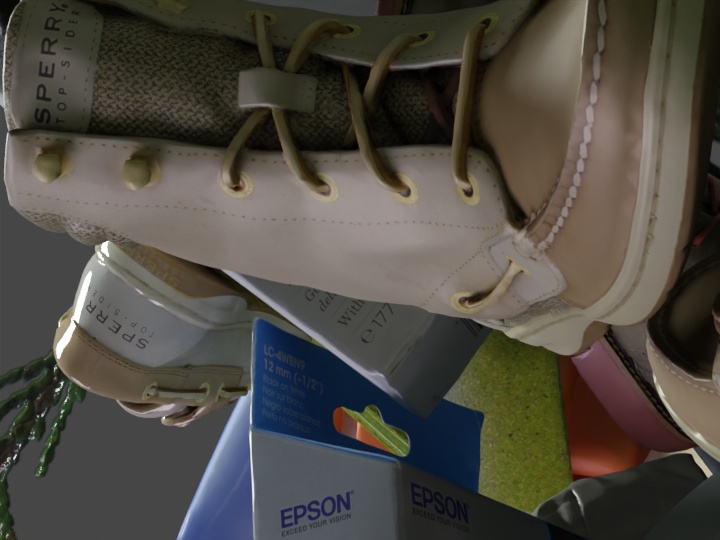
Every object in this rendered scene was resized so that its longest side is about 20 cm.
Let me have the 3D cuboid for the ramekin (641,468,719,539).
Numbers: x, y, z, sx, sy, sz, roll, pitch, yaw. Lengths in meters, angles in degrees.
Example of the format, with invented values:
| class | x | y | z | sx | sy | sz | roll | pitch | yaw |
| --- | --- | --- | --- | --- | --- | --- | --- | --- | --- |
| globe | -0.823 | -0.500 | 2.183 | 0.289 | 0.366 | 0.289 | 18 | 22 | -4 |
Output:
| class | x | y | z | sx | sy | sz | roll | pitch | yaw |
| --- | --- | --- | --- | --- | --- | --- | --- | --- | --- |
| ramekin | 0.151 | 0.131 | 0.679 | 0.098 | 0.200 | 0.200 | 47 | 174 | -14 |

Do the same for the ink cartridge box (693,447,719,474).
| class | x | y | z | sx | sy | sz | roll | pitch | yaw |
| --- | --- | --- | --- | --- | --- | --- | --- | --- | --- |
| ink cartridge box | 0.125 | 0.023 | 0.892 | 0.200 | 0.057 | 0.163 | 59 | -175 | 23 |

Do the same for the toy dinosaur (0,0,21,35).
| class | x | y | z | sx | sy | sz | roll | pitch | yaw |
| --- | --- | --- | --- | --- | --- | --- | --- | --- | --- |
| toy dinosaur | -0.062 | -0.096 | 0.591 | 0.077 | 0.102 | 0.200 | 39 | 177 | -27 |

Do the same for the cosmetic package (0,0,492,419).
| class | x | y | z | sx | sy | sz | roll | pitch | yaw |
| --- | --- | --- | --- | --- | --- | --- | --- | --- | --- |
| cosmetic package | -0.029 | -0.054 | 0.748 | 0.200 | 0.113 | 0.081 | 34 | 176 | 18 |

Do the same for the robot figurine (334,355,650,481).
| class | x | y | z | sx | sy | sz | roll | pitch | yaw |
| --- | --- | --- | --- | --- | --- | --- | --- | --- | --- |
| robot figurine | 0.045 | 0.079 | 1.095 | 0.200 | 0.117 | 0.144 | 3 | 173 | 18 |

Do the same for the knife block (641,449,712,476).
| class | x | y | z | sx | sy | sz | roll | pitch | yaw |
| --- | --- | --- | --- | --- | --- | --- | --- | --- | --- |
| knife block | 0.182 | 0.159 | 0.947 | 0.200 | 0.064 | 0.176 | 37 | -141 | 14 |

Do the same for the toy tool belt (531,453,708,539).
| class | x | y | z | sx | sy | sz | roll | pitch | yaw |
| --- | --- | --- | --- | --- | --- | --- | --- | --- | --- |
| toy tool belt | 0.123 | 0.181 | 0.847 | 0.123 | 0.125 | 0.200 | 93 | 163 | -58 |

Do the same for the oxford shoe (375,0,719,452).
| class | x | y | z | sx | sy | sz | roll | pitch | yaw |
| --- | --- | --- | --- | --- | --- | --- | --- | --- | --- |
| oxford shoe | 0.079 | -0.021 | 0.627 | 0.075 | 0.070 | 0.200 | -7 | 141 | 40 |

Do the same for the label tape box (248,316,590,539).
| class | x | y | z | sx | sy | sz | roll | pitch | yaw |
| --- | --- | --- | --- | --- | --- | --- | --- | --- | --- |
| label tape box | 0.031 | 0.120 | 0.743 | 0.066 | 0.200 | 0.143 | -17 | 153 | 32 |

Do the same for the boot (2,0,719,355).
| class | x | y | z | sx | sy | sz | roll | pitch | yaw |
| --- | --- | --- | --- | --- | --- | --- | --- | --- | --- |
| boot | -0.005 | -0.037 | 0.494 | 0.155 | 0.073 | 0.200 | 14 | 168 | -2 |

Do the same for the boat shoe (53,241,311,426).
| class | x | y | z | sx | sy | sz | roll | pitch | yaw |
| --- | --- | --- | --- | --- | --- | --- | --- | --- | --- |
| boat shoe | -0.074 | 0.025 | 0.856 | 0.074 | 0.069 | 0.200 | 37 | 180 | 14 |

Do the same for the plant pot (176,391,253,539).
| class | x | y | z | sx | sy | sz | roll | pitch | yaw |
| --- | --- | --- | --- | --- | --- | --- | --- | --- | --- |
| plant pot | 0.044 | 0.116 | 1.263 | 0.180 | 0.200 | 0.200 | 30 | -169 | 24 |

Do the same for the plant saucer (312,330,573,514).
| class | x | y | z | sx | sy | sz | roll | pitch | yaw |
| --- | --- | --- | --- | --- | --- | --- | --- | --- | --- |
| plant saucer | 0.000 | 0.000 | 0.910 | 0.200 | 0.048 | 0.200 | 38 | 153 | 38 |

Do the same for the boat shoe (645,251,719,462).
| class | x | y | z | sx | sy | sz | roll | pitch | yaw |
| --- | --- | --- | --- | --- | --- | --- | --- | --- | --- |
| boat shoe | 0.117 | 0.010 | 0.499 | 0.065 | 0.071 | 0.200 | 46 | 166 | -18 |
